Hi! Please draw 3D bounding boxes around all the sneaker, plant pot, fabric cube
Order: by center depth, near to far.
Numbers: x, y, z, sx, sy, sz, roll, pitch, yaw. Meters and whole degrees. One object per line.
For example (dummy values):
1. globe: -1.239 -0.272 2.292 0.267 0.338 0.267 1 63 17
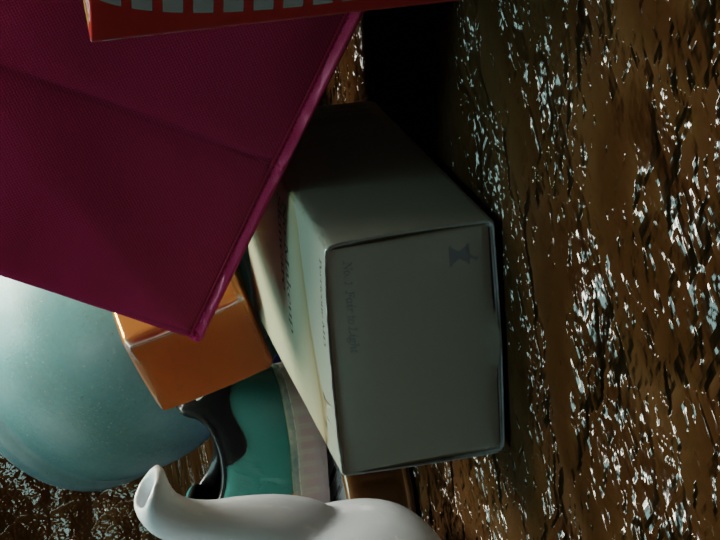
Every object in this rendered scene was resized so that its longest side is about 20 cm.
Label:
1. fabric cube: -0.125 -0.125 0.810 0.197 0.198 0.201 -97 30 -57
2. sneaker: -0.057 0.148 0.980 0.071 0.079 0.201 -157 60 -74
3. plant pot: -0.127 0.021 1.087 0.134 0.200 0.201 -16 80 40

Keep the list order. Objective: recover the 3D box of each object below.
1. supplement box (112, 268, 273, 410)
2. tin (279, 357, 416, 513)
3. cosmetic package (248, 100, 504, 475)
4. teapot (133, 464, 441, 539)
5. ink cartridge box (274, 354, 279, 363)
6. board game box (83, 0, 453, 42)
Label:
1. supplement box: -0.109 -0.030 0.965 0.067 0.069 0.201 69 176 -54
2. tin: -0.010 0.087 1.007 0.112 0.042 0.201 103 156 -64
3. cosmetic package: 0.000 0.000 0.819 0.200 0.073 0.104 -125 29 -68
4. teapot: -0.027 0.210 0.851 0.198 0.145 0.200 102 148 -48
5. ink cartridge box: -0.038 0.114 1.160 0.200 0.043 0.199 108 152 -62
6. board game box: -0.023 -0.170 0.613 0.200 0.151 0.046 96 162 -52
